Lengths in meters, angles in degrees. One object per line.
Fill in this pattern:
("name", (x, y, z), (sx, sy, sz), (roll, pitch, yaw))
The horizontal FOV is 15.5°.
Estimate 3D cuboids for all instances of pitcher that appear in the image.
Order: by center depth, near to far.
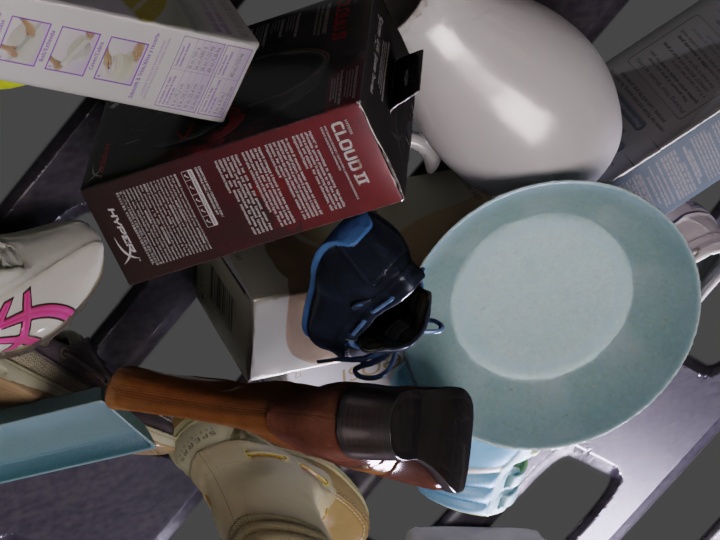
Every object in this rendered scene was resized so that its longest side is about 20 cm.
("pitcher", (0.058, -0.115, 1.701), (0.171, 0.121, 0.200), (-38, 124, 19))

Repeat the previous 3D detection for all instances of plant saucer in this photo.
("plant saucer", (-0.234, 0.114, 1.715), (0.200, 0.019, 0.070), (-15, 145, 22))
("plant saucer", (0.122, 0.023, 1.731), (0.200, 0.039, 0.201), (-4, 118, -9))

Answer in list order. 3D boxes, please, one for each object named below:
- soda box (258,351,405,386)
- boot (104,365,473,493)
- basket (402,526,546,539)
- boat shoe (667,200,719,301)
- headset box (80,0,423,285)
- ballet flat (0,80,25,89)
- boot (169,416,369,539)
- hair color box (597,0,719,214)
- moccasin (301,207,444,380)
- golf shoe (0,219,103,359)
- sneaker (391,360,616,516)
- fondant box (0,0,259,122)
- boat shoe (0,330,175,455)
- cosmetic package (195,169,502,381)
("soda box", (0.029, 0.045, 1.839), (0.200, 0.064, 0.068), (-17, 132, -17))
("boot", (-0.039, 0.101, 1.690), (0.188, 0.200, 0.069), (6, 88, -66))
("basket", (0.079, 0.311, 2.036), (0.135, 0.123, 0.200), (5, 122, -33))
("boat shoe", (0.190, 0.038, 1.920), (0.074, 0.065, 0.200), (26, 110, -40))
("headset box", (-0.054, -0.086, 1.579), (0.200, 0.149, 0.075), (-16, 121, 16))
("ballet flat", (-0.279, -0.143, 1.529), (0.200, 0.067, 0.067), (20, 135, -35))
("boot", (-0.042, 0.186, 1.847), (0.073, 0.156, 0.200), (-43, 134, 8))
("hair color box", (0.199, -0.098, 1.793), (0.200, 0.099, 0.061), (-33, 135, -1))
("moccasin", (0.006, 0.027, 1.612), (0.080, 0.068, 0.200), (-48, 168, -8))
("golf shoe", (-0.239, 0.015, 1.628), (0.200, 0.073, 0.092), (-28, 156, -30))
("sneaker", (0.120, 0.103, 1.839), (0.199, 0.080, 0.131), (-11, 129, -8))
("fondant box", (-0.175, -0.161, 1.507), (0.200, 0.144, 0.058), (8, 121, -33))
("boat shoe", (-0.197, 0.069, 1.731), (0.200, 0.072, 0.065), (25, 66, -37))
("cosmetic package", (0.000, 0.000, 1.760), (0.200, 0.105, 0.071), (-12, 130, -22))
